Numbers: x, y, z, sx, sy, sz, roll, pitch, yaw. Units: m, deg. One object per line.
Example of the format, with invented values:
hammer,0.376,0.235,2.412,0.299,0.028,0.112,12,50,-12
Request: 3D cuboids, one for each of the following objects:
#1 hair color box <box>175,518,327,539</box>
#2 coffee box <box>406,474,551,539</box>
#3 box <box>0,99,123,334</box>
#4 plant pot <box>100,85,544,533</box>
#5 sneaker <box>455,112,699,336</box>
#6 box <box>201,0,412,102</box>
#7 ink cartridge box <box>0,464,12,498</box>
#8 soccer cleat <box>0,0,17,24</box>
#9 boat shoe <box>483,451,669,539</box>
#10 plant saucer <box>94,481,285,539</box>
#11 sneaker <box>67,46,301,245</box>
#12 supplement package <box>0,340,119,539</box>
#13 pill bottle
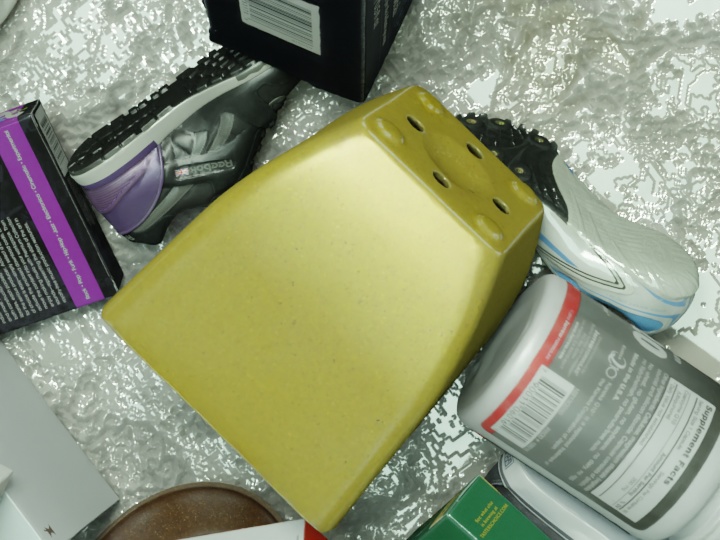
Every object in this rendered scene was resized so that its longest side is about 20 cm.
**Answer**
hair color box,-0.113,0.235,1.156,0.199,0.064,0.111,-12,53,23
coffee box,0.119,0.231,1.184,0.200,0.123,0.044,41,59,4
box,-0.284,-0.019,1.243,0.199,0.036,0.143,-19,113,9
plant pot,0.000,0.000,1.114,0.194,0.195,0.200,44,117,3
sneaker,0.130,-0.029,1.182,0.200,0.072,0.073,40,131,11
box,-0.007,-0.238,1.086,0.117,0.197,0.201,24,77,5
ink cartridge box,-0.277,0.172,1.087,0.067,0.117,0.201,24,100,4
soccer cleat,-0.299,-0.138,1.233,0.069,0.078,0.200,31,100,5
boat shoe,0.163,0.198,1.196,0.200,0.072,0.068,39,124,1
plant saucer,-0.120,0.243,1.220,0.200,0.037,0.201,-16,53,22
sneaker,-0.094,-0.094,1.220,0.200,0.076,0.088,-32,115,7
supplement package,-0.304,0.172,1.228,0.200,0.151,0.152,-38,89,11
pill bottle,0.173,0.101,1.155,0.200,0.114,0.114,33,100,-6
